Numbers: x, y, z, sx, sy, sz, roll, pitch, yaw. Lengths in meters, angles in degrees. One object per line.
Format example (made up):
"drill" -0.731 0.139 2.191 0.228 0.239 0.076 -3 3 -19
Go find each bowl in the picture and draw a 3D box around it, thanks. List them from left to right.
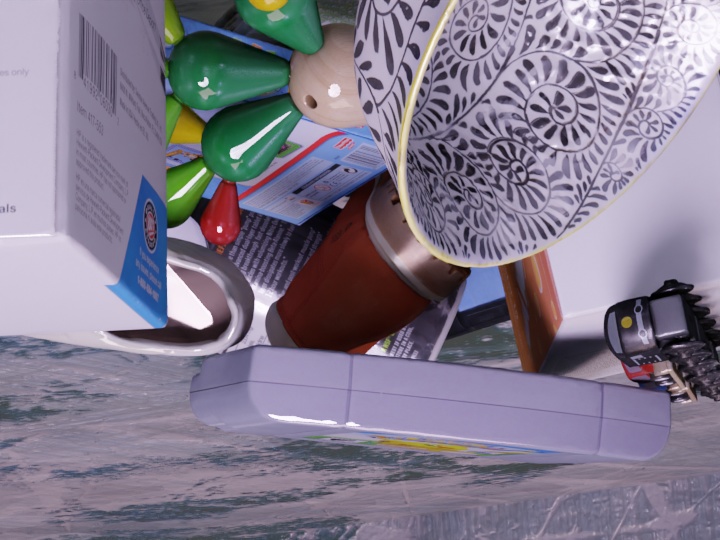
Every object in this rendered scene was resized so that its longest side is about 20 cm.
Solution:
"bowl" 0.061 -0.110 0.850 0.094 0.202 0.200 40 -165 33

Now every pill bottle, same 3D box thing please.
"pill bottle" -0.048 0.004 1.202 0.199 0.107 0.106 27 165 -1

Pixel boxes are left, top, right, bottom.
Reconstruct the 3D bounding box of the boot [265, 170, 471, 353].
"boot" 0.000 0.000 1.089 0.107 0.075 0.200 -43 -178 11

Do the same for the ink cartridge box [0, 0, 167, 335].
"ink cartridge box" -0.118 -0.089 0.720 0.085 0.202 0.146 -4 167 7

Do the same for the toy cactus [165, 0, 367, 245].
"toy cactus" -0.043 -0.083 0.906 0.163 0.103 0.201 2 130 -12

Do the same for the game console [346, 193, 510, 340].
"game console" 0.036 -0.037 1.200 0.116 0.177 0.199 -30 -173 -39

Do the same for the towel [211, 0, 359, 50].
"towel" 0.012 -0.104 1.010 0.148 0.031 0.200 16 160 -21

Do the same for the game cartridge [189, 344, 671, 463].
"game cartridge" 0.032 0.063 0.959 0.198 0.041 0.133 7 169 -17

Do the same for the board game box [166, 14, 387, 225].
"board game box" -0.090 -0.080 1.040 0.198 0.037 0.151 15 162 -21

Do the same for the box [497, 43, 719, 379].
"box" 0.119 -0.025 1.014 0.097 0.126 0.200 -12 167 -3

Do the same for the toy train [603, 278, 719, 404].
"toy train" 0.137 0.036 0.936 0.045 0.034 0.200 -12 168 12

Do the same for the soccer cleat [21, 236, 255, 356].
"soccer cleat" -0.144 0.001 0.941 0.198 0.070 0.078 8 -177 -8

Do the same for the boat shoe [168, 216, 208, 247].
"boat shoe" -0.175 -0.034 1.121 0.198 0.072 0.068 22 165 -5
